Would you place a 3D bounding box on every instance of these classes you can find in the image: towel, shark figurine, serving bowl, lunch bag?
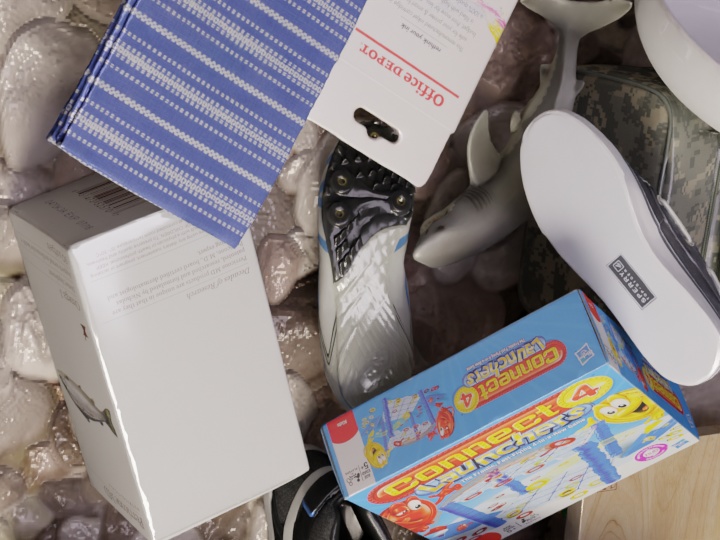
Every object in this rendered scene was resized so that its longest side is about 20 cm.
[{"bbox_3d":[-0.078,-0.130,1.001,0.144,0.024,0.202,29,87,-38],"label":"towel"},{"bbox_3d":[0.129,-0.081,1.199,0.216,0.089,0.128,-61,152,4],"label":"shark figurine"},{"bbox_3d":[0.263,-0.142,1.176,0.198,0.201,0.066,4,138,-31],"label":"serving bowl"},{"bbox_3d":[0.223,-0.051,1.267,0.166,0.139,0.203,-3,104,-40],"label":"lunch bag"}]

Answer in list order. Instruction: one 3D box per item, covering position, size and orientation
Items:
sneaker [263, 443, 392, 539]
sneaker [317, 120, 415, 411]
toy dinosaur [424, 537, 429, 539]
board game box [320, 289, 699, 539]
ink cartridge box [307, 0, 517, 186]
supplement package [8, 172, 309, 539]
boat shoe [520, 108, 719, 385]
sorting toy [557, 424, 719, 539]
[{"bbox_3d":[-0.018,0.230,1.216,0.072,0.112,0.202,-17,112,-23],"label":"sneaker"},{"bbox_3d":[0.000,0.000,1.196,0.071,0.072,0.203,-1,91,-17],"label":"sneaker"},{"bbox_3d":[0.079,0.307,1.325,0.105,0.060,0.202,10,98,-30],"label":"toy dinosaur"},{"bbox_3d":[0.106,0.110,1.188,0.199,0.056,0.196,-29,150,17],"label":"board game box"},{"bbox_3d":[0.030,-0.170,1.151,0.117,0.067,0.202,29,85,-33],"label":"ink cartridge box"},{"bbox_3d":[-0.125,0.044,1.098,0.116,0.117,0.202,-23,113,-24],"label":"supplement package"},{"bbox_3d":[0.179,-0.021,1.144,0.201,0.072,0.068,53,32,5],"label":"boat shoe"},{"bbox_3d":[0.228,0.216,1.380,0.197,0.069,0.203,-4,105,-29],"label":"sorting toy"}]
